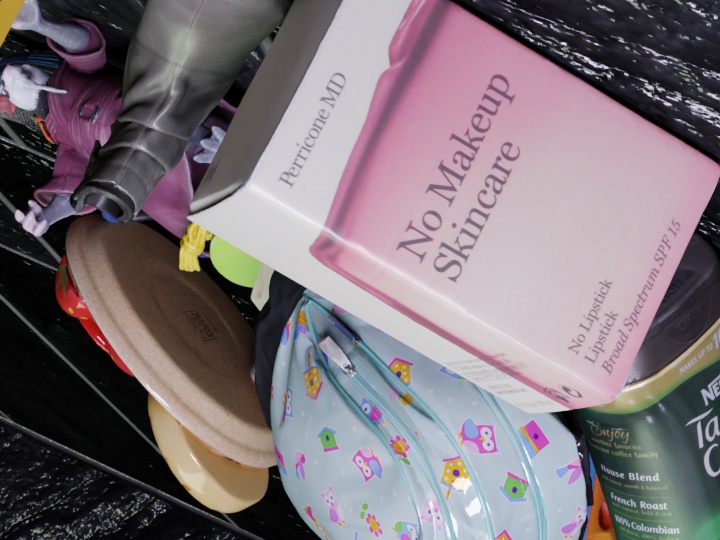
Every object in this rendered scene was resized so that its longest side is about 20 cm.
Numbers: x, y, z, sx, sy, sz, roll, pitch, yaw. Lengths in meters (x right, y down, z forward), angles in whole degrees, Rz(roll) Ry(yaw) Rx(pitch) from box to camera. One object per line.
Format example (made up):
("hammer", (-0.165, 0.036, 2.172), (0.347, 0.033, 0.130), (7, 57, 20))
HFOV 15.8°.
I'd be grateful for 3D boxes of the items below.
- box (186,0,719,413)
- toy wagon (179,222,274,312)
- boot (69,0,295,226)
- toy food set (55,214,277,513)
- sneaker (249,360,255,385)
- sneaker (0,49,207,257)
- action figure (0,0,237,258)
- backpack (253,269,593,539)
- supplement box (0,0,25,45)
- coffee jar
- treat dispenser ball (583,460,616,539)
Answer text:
("box", (0.043, -0.037, 1.196), (0.199, 0.128, 0.109), (30, 167, -14))
("toy wagon", (0.000, 0.000, 1.428), (0.199, 0.040, 0.156), (16, 132, -4))
("boot", (-0.092, -0.085, 1.271), (0.067, 0.131, 0.200), (27, 168, -3))
("toy food set", (-0.114, 0.049, 1.590), (0.200, 0.049, 0.198), (48, -165, -7))
("sneaker", (-0.020, -0.003, 1.636), (0.078, 0.116, 0.200), (9, -161, -1))
("sneaker", (-0.149, -0.072, 1.570), (0.199, 0.079, 0.075), (23, 167, 15))
("action figure", (-0.132, -0.090, 1.488), (0.200, 0.135, 0.149), (26, -155, 37))
("backpack", (0.029, 0.087, 1.332), (0.200, 0.126, 0.167), (45, 153, 40))
("supplement box", (-0.273, -0.154, 1.209), (0.132, 0.198, 0.200), (19, 166, 33))
("coffee jar", (0.163, 0.081, 1.331), (0.085, 0.104, 0.201), (8, 130, 49))
("treat dispenser ball", (0.073, 0.130, 1.645), (0.200, 0.202, 0.201), (26, 168, 6))
